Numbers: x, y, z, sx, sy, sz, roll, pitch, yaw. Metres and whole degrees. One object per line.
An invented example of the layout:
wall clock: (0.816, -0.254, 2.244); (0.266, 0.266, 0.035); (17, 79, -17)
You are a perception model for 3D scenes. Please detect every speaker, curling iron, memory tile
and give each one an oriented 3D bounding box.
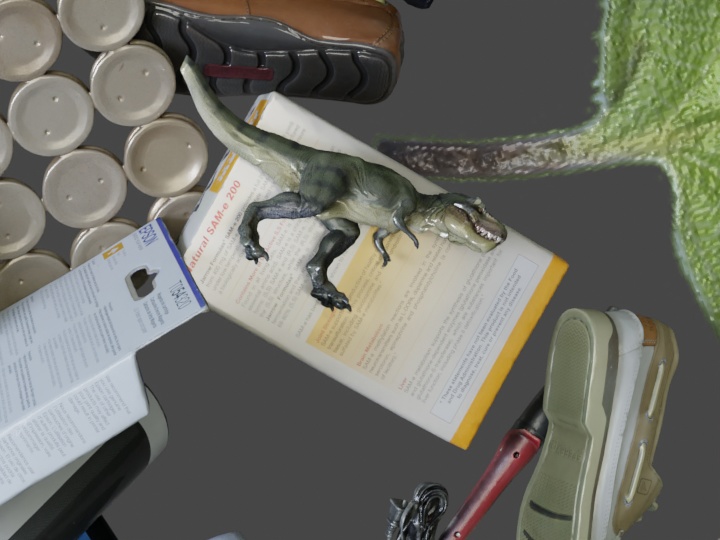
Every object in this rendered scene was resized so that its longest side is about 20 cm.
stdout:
speaker: (-0.197, 0.134, 1.263); (0.081, 0.081, 0.200); (42, 51, 3)
curling iron: (0.089, 0.098, 1.330); (0.200, 0.026, 0.050); (-46, 122, -6)
memory tile: (-0.168, -0.070, 1.301); (0.153, 0.017, 0.200); (-22, 118, -4)

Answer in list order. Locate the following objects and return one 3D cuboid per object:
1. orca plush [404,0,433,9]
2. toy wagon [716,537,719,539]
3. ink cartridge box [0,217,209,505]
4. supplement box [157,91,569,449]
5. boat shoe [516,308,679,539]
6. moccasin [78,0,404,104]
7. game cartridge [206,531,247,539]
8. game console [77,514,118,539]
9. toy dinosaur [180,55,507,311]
orca plush: (0.043, -0.194, 1.348); (0.200, 0.071, 0.105); (-5, 42, -5)
toy wagon: (0.258, 0.245, 1.316); (0.155, 0.040, 0.200); (-32, 86, 0)
ink cartridge box: (-0.173, 0.059, 1.234); (0.200, 0.196, 0.043); (-30, 109, -3)
supplement box: (0.000, 0.000, 1.303); (0.200, 0.074, 0.126); (30, 88, -9)
boat shoe: (0.140, 0.122, 1.306); (0.068, 0.075, 0.200); (3, 105, -25)
moccasin: (-0.074, -0.148, 1.330); (0.201, 0.074, 0.078); (2, 47, -2)
game cartridge: (-0.118, 0.251, 1.314); (0.200, 0.040, 0.133); (-40, 73, -5)
game console: (-0.215, 0.204, 1.265); (0.118, 0.171, 0.200); (-50, 62, 23)
toy dinosaur: (-0.023, -0.034, 1.239); (0.200, 0.047, 0.088); (25, 74, -8)
